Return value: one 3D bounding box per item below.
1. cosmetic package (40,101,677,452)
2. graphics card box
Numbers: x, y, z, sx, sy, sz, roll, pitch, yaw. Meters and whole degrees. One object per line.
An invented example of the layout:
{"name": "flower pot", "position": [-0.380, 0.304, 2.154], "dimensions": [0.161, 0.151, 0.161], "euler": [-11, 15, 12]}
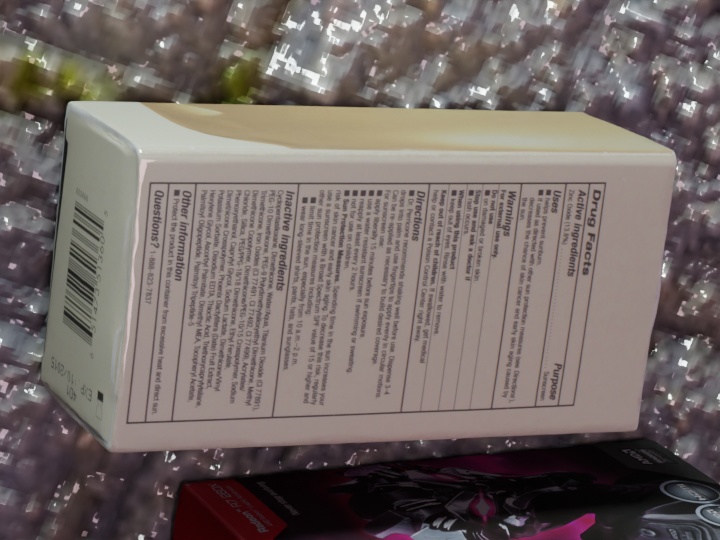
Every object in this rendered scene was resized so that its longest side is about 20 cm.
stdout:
{"name": "cosmetic package", "position": [0.000, 0.000, 0.920], "dimensions": [0.199, 0.071, 0.106], "euler": [1, 106, -27]}
{"name": "graphics card box", "position": [0.047, 0.108, 0.950], "dimensions": [0.199, 0.125, 0.051], "euler": [-2, 107, -25]}
